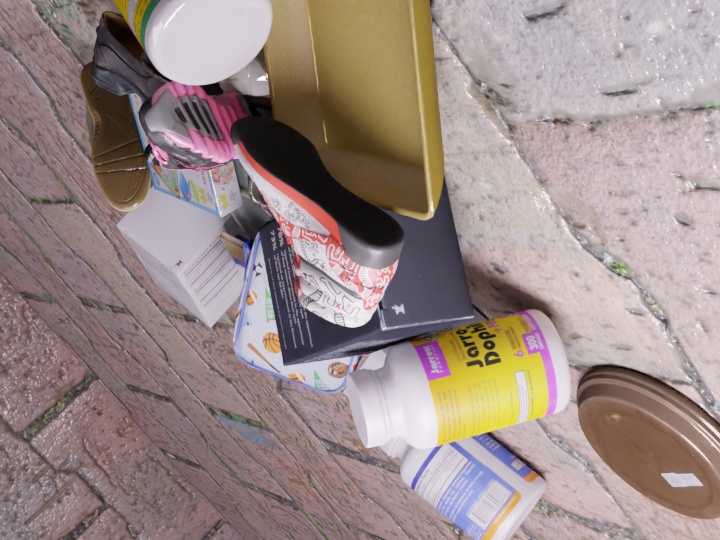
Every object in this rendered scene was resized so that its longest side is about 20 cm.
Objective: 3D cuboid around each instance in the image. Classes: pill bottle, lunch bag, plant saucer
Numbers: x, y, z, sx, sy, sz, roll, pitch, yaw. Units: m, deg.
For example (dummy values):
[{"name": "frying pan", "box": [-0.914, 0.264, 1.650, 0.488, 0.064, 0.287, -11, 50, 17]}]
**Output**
[{"name": "pill bottle", "box": [-0.165, -0.262, 1.001, 0.200, 0.113, 0.113, 57, 166, 30]}, {"name": "lunch bag", "box": [-0.060, 0.029, 1.306, 0.160, 0.076, 0.201, 21, 119, 9]}, {"name": "pill bottle", "box": [0.120, 0.245, 1.455, 0.200, 0.112, 0.112, 37, 157, 18]}, {"name": "plant saucer", "box": [0.290, 0.175, 1.146, 0.200, 0.029, 0.200, 36, 156, 19]}, {"name": "plant saucer", "box": [-0.001, -0.158, 0.965, 0.200, 0.048, 0.201, 19, 124, 47]}, {"name": "pill bottle", "box": [0.092, 0.109, 1.121, 0.104, 0.199, 0.105, 166, 90, -80]}, {"name": "plant saucer", "box": [-0.103, -0.068, 1.368, 0.200, 0.050, 0.200, 36, 156, 19]}]

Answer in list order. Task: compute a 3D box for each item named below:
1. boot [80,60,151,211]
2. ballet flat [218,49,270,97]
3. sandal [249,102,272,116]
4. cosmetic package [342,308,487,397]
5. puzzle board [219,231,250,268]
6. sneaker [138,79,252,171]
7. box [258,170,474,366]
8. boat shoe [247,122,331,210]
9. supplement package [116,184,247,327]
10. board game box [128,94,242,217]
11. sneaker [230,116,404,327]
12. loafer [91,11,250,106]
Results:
[{"name": "boot", "box": [-0.302, -0.144, 1.476, 0.155, 0.072, 0.201, 108, 147, -68]}, {"name": "ballet flat", "box": [-0.128, -0.210, 1.135, 0.200, 0.067, 0.068, 36, 157, 19]}, {"name": "sandal", "box": [-0.080, -0.131, 1.240, 0.200, 0.043, 0.076, 33, 165, 1]}, {"name": "cosmetic package", "box": [0.058, 0.100, 1.308, 0.081, 0.113, 0.200, 42, 159, 7]}, {"name": "puzzle board", "box": [-0.071, 0.014, 1.419, 0.200, 0.017, 0.151, 27, 170, 6]}, {"name": "sneaker", "box": [-0.159, -0.117, 1.056, 0.200, 0.095, 0.079, -5, -106, -75]}, {"name": "box", "box": [0.000, 0.000, 1.117, 0.200, 0.104, 0.149, -23, 76, 56]}, {"name": "boat shoe", "box": [-0.065, -0.109, 1.145, 0.072, 0.060, 0.202, 32, 144, -13]}, {"name": "supplement package", "box": [-0.217, -0.028, 1.521, 0.114, 0.110, 0.200, 37, 166, 16]}, {"name": "board game box", "box": [-0.205, -0.169, 1.316, 0.134, 0.034, 0.201, 24, 135, 42]}, {"name": "sneaker", "box": [-0.051, -0.038, 0.998, 0.201, 0.067, 0.108, 42, 134, 27]}, {"name": "loafer", "box": [-0.197, -0.205, 1.185, 0.200, 0.073, 0.072, 20, 127, 26]}]
